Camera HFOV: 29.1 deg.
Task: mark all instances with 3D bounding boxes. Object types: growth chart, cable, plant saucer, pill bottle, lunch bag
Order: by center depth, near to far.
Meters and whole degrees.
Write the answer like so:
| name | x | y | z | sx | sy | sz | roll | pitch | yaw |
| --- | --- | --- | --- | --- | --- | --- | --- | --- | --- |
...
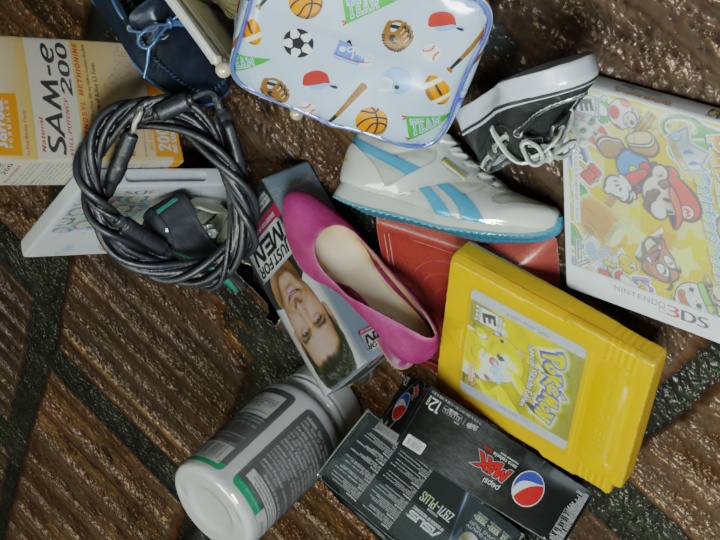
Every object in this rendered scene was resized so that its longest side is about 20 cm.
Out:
| name | x | y | z | sx | sy | sz | roll | pitch | yaw |
| --- | --- | --- | --- | --- | --- | --- | --- | --- | --- |
| lunch bag | 0.004 | -0.191 | 1.071 | 0.197 | 0.076 | 0.162 | 16 | 125 | -8 |
| growth chart | -0.120 | -0.205 | 1.201 | 0.018 | 0.200 | 0.145 | -38 | 77 | 11 |
| plant saucer | 0.095 | 0.032 | 1.272 | 0.198 | 0.037 | 0.202 | 20 | 133 | 36 |
| cable | -0.180 | -0.066 | 1.309 | 0.051 | 0.161 | 0.203 | -118 | 13 | -67 |
| pill bottle | -0.093 | 0.193 | 1.477 | 0.112 | 0.200 | 0.114 | 28 | 139 | 28 |

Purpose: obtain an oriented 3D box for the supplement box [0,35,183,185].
| name | x | y | z | sx | sy | sz | roll | pitch | yaw |
| --- | --- | --- | --- | --- | --- | --- | --- | --- | --- |
| supplement box | -0.281 | -0.153 | 1.346 | 0.073 | 0.198 | 0.128 | -26 | 71 | 53 |

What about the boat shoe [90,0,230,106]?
| name | x | y | z | sx | sy | sz | roll | pitch | yaw |
| --- | --- | --- | --- | --- | --- | --- | --- | --- | --- |
| boat shoe | -0.202 | -0.237 | 1.312 | 0.200 | 0.084 | 0.069 | 42 | 155 | 8 |

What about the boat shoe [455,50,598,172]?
| name | x | y | z | sx | sy | sz | roll | pitch | yaw |
| --- | --- | --- | --- | --- | --- | --- | --- | --- | --- |
| boat shoe | 0.127 | -0.111 | 1.037 | 0.199 | 0.073 | 0.069 | -19 | 91 | 68 |

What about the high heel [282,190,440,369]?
| name | x | y | z | sx | sy | sz | roll | pitch | yaw |
| --- | --- | --- | --- | --- | --- | --- | --- | --- | --- |
| high heel | 0.000 | 0.000 | 1.250 | 0.201 | 0.067 | 0.096 | 58 | 159 | 7 |

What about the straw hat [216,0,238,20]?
| name | x | y | z | sx | sy | sz | roll | pitch | yaw |
| --- | --- | --- | --- | --- | --- | --- | --- | --- | --- |
| straw hat | -0.140 | -0.294 | 1.128 | 0.200 | 0.084 | 0.204 | 29 | 124 | 56 |

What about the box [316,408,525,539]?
| name | x | y | z | sx | sy | sz | roll | pitch | yaw |
| --- | --- | --- | --- | --- | --- | --- | --- | --- | --- |
| box | 0.066 | 0.250 | 1.399 | 0.199 | 0.086 | 0.164 | 37 | 170 | 17 |

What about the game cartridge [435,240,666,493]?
| name | x | y | z | sx | sy | sz | roll | pitch | yaw |
| --- | --- | --- | --- | --- | --- | --- | --- | --- | --- |
| game cartridge | 0.157 | 0.088 | 1.198 | 0.199 | 0.032 | 0.178 | 31 | 140 | 26 |

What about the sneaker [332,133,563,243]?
| name | x | y | z | sx | sy | sz | roll | pitch | yaw |
| --- | --- | --- | --- | --- | --- | --- | --- | --- | --- |
| sneaker | 0.076 | -0.072 | 1.162 | 0.197 | 0.082 | 0.076 | 15 | 179 | 16 |

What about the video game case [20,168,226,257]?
| name | x | y | z | sx | sy | sz | roll | pitch | yaw |
| --- | --- | --- | --- | --- | --- | --- | --- | --- | --- |
| video game case | -0.238 | -0.059 | 1.440 | 0.200 | 0.180 | 0.024 | -34 | 65 | 54 |

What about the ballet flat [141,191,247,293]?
| name | x | y | z | sx | sy | sz | roll | pitch | yaw |
| --- | --- | --- | --- | --- | --- | --- | --- | --- | --- |
| ballet flat | -0.153 | -0.032 | 1.435 | 0.073 | 0.074 | 0.200 | 27 | 175 | 28 |

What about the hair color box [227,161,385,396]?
| name | x | y | z | sx | sy | sz | roll | pitch | yaw |
| --- | --- | --- | --- | --- | --- | --- | --- | --- | --- |
| hair color box | -0.043 | 0.009 | 1.345 | 0.202 | 0.060 | 0.099 | 59 | 146 | 9 |

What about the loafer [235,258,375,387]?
| name | x | y | z | sx | sy | sz | roll | pitch | yaw |
| --- | --- | --- | --- | --- | --- | --- | --- | --- | --- |
| loafer | -0.065 | 0.046 | 1.426 | 0.201 | 0.071 | 0.073 | 50 | 144 | 0 |

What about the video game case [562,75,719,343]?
| name | x | y | z | sx | sy | sz | roll | pitch | yaw |
| --- | --- | --- | --- | --- | --- | --- | --- | --- | --- |
| video game case | 0.236 | -0.043 | 1.064 | 0.180 | 0.023 | 0.202 | 22 | 135 | 34 |

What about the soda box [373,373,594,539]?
| name | x | y | z | sx | sy | sz | roll | pitch | yaw |
| --- | --- | --- | --- | --- | --- | --- | --- | --- | --- |
| soda box | 0.114 | 0.176 | 1.278 | 0.199 | 0.064 | 0.071 | 35 | 175 | -17 |
